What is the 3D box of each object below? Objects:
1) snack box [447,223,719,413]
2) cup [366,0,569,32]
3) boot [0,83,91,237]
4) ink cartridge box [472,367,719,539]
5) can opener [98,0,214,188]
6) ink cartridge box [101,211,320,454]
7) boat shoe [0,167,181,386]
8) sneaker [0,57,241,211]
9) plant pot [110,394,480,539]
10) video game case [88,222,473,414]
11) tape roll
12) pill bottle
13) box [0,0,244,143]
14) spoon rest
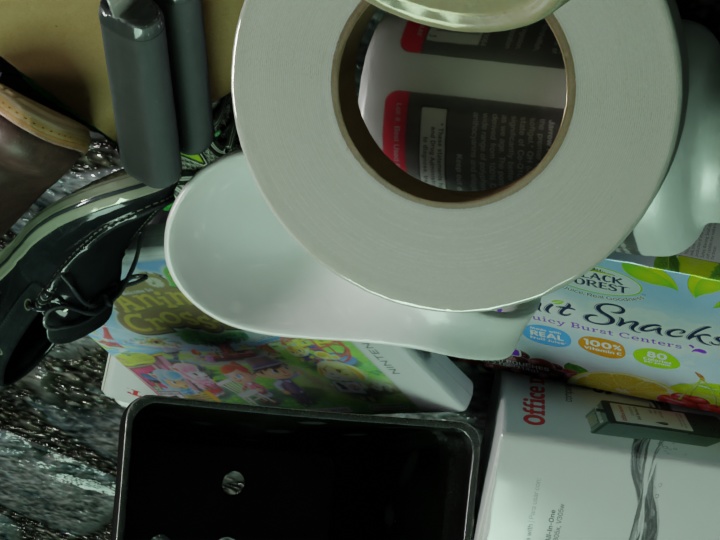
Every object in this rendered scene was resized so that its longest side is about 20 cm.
[{"bbox_3d":[0.132,0.004,1.283,0.200,0.068,0.169,10,154,11],"label":"snack box"},{"bbox_3d":[0.046,-0.176,0.893,0.200,0.143,0.200,13,153,7],"label":"cup"},{"bbox_3d":[-0.208,-0.009,1.199,0.072,0.167,0.200,28,170,-17],"label":"boot"},{"bbox_3d":[0.169,0.115,1.353,0.200,0.146,0.084,8,109,0],"label":"ink cartridge box"},{"bbox_3d":[-0.103,-0.122,1.085,0.066,0.053,0.200,27,147,27],"label":"can opener"},{"bbox_3d":[-0.069,0.026,1.429,0.145,0.083,0.200,18,154,-3],"label":"ink cartridge box"},{"bbox_3d":[-0.149,0.001,1.239,0.200,0.075,0.062,-37,83,42],"label":"boat shoe"},{"bbox_3d":[-0.094,-0.084,1.234,0.200,0.078,0.085,30,151,-24],"label":"sneaker"},{"bbox_3d":[-0.059,0.174,1.378,0.199,0.200,0.177,6,178,-15],"label":"plant pot"},{"bbox_3d":[-0.065,0.031,1.320,0.200,0.022,0.182,-4,145,35],"label":"video game case"},{"bbox_3d":[0.044,-0.083,1.041,0.202,0.203,0.037,11,-167,11],"label":"tape roll"},{"bbox_3d":[0.107,-0.066,1.110,0.200,0.111,0.111,8,153,19],"label":"pill bottle"},{"bbox_3d":[-0.093,-0.144,1.104,0.200,0.021,0.163,-28,131,31],"label":"box"},{"bbox_3d":[0.000,0.000,1.180,0.200,0.061,0.099,18,114,-19],"label":"spoon rest"}]
